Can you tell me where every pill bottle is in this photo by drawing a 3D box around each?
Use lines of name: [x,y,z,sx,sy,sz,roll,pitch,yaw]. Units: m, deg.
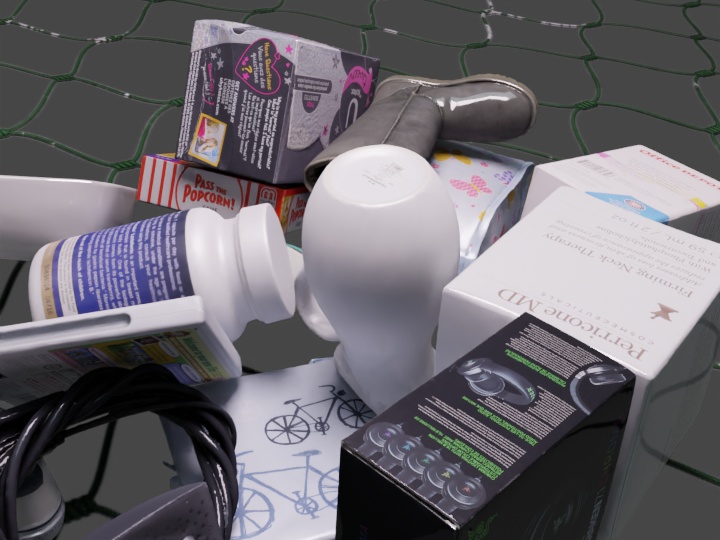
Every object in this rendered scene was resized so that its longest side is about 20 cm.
pill bottle: [-0.159,0.013,0.845,0.197,0.117,0.116,-13,33,6]

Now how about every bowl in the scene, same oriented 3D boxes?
bowl: [-0.311,-0.048,0.951,0.197,0.076,0.200,5,1,-6]

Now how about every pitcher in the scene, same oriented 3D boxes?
pitcher: [0.000,0.000,0.813,0.170,0.202,0.121,28,49,34]

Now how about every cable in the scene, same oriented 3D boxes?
cable: [-0.158,0.144,0.675,0.198,0.051,0.164,-16,61,-37]

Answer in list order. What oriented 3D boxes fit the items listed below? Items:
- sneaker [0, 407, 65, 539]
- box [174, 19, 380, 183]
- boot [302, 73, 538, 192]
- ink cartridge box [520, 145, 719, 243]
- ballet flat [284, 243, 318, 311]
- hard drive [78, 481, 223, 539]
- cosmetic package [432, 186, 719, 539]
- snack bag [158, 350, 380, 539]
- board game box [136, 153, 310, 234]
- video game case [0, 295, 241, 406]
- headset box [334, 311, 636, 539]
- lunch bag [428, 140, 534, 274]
sneaker: [-0.283,0.120,0.754,0.198,0.072,0.073,28,39,31]
box: [-0.073,-0.160,0.998,0.113,0.134,0.200,15,11,20]
boot: [0.061,-0.118,0.939,0.179,0.074,0.200,2,26,18]
ink cartridge box: [0.260,-0.032,0.988,0.198,0.127,0.128,-14,37,-40]
ballet flat: [-0.103,0.002,0.970,0.069,0.070,0.199,-23,35,-36]
hard drive: [-0.152,0.219,0.572,0.042,0.137,0.199,6,28,40]
cosmetic package: [0.174,0.067,0.805,0.166,0.168,0.199,24,38,27]
snack bag: [-0.058,0.143,0.795,0.186,0.022,0.201,-9,36,-21]
board game box: [-0.112,-0.083,1.044,0.149,0.047,0.200,15,12,14]
video game case: [-0.186,0.064,0.740,0.179,0.200,0.022,-9,74,-2]
headset box: [0.071,0.154,0.651,0.092,0.176,0.199,29,40,33]
lunch bag: [0.061,-0.054,1.016,0.167,0.129,0.200,18,26,16]
